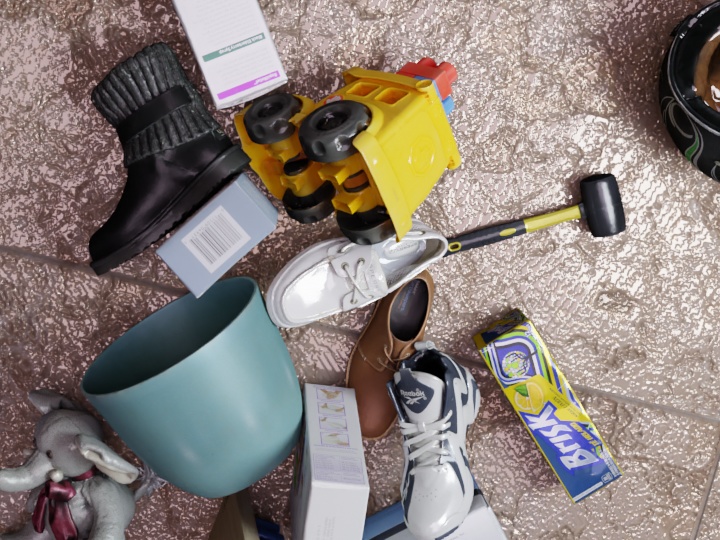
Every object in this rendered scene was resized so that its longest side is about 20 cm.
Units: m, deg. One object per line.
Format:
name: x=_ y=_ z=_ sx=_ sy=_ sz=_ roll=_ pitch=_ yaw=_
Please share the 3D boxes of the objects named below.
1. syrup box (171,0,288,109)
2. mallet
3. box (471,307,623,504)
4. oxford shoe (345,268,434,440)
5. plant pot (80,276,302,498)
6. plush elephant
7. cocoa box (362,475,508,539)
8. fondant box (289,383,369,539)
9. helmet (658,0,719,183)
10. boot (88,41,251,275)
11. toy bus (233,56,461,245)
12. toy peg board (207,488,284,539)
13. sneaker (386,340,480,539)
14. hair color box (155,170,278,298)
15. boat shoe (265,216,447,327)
syrup box: x=-0.144 y=-0.266 z=1.236 sx=0.081 sy=0.079 sz=0.200 roll=-21 pitch=99 yaw=-1
mallet: x=0.185 y=-0.040 z=1.313 sx=0.200 sy=0.041 sz=0.066 roll=-22 pitch=101 yaw=5
box: x=0.198 y=0.144 z=1.319 sx=0.064 sy=0.070 sz=0.200 roll=-32 pitch=98 yaw=4
oxford shoe: x=0.029 y=0.089 z=1.302 sx=0.071 sy=0.071 sz=0.200 roll=13 pitch=98 yaw=-7
plant pot: x=-0.151 y=0.127 z=1.239 sx=0.200 sy=0.201 sz=0.161 roll=-30 pitch=108 yaw=1
plush elephant: x=-0.297 y=0.212 z=1.252 sx=0.200 sy=0.165 sz=0.155 roll=-41 pitch=124 yaw=-21
cocoa box: x=0.063 y=0.323 z=1.304 sx=0.200 sy=0.131 sz=0.133 roll=-27 pitch=99 yaw=0
fondant box: x=-0.034 y=0.222 z=1.236 sx=0.058 sy=0.200 sz=0.144 roll=5 pitch=112 yaw=-8
helmet: x=0.397 y=-0.169 z=1.228 sx=0.200 sy=0.191 sz=0.200 roll=-7 pitch=74 yaw=23
boot: x=-0.230 y=-0.111 z=1.252 sx=0.211 sy=0.079 sz=0.158 roll=-40 pitch=94 yaw=9
toy bus: x=0.003 y=-0.143 z=1.231 sx=0.192 sy=0.200 sz=0.136 roll=-48 pitch=133 yaw=-24
toy peg board: x=-0.115 y=0.348 z=1.267 sx=0.098 sy=0.200 sz=0.199 roll=20 pitch=96 yaw=-13
sneaker: x=0.064 y=0.159 z=1.240 sx=0.079 sy=0.199 sz=0.130 roll=-3 pitch=141 yaw=31
hair color box: x=-0.135 y=-0.040 z=1.207 sx=0.099 sy=0.200 sz=0.061 roll=-41 pitch=98 yaw=3
boat shoe: x=0.000 y=0.000 z=1.227 sx=0.200 sy=0.069 sz=0.071 roll=-29 pitch=115 yaw=-26
